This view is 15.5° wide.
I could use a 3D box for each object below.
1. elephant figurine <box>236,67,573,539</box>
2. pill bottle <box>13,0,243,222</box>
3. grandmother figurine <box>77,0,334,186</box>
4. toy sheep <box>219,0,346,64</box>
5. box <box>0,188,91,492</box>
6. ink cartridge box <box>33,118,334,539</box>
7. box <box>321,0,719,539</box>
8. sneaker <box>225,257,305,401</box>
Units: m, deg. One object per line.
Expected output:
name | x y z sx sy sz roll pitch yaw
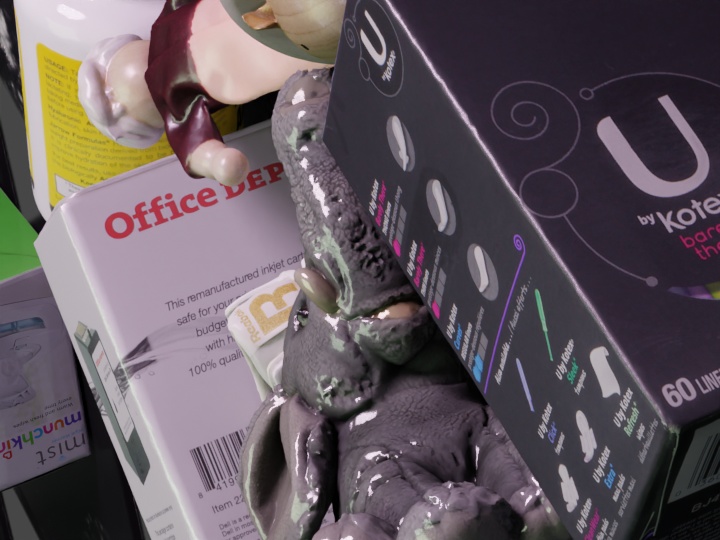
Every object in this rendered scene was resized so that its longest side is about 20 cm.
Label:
elephant figurine | 0.017 0.056 0.958 0.155 0.141 0.200 -50 46 21
pill bottle | -0.113 -0.112 1.294 0.111 0.111 0.200 53 154 37
grandmother figurine | -0.058 -0.094 1.150 0.200 0.060 0.122 -16 60 50
toy sheep | -0.006 -0.154 0.972 0.138 0.137 0.201 94 179 -48
box | -0.283 0.031 1.878 0.200 0.096 0.177 45 149 47
ink cartridge box | -0.046 0.043 1.227 0.201 0.145 0.084 68 160 5
box | 0.088 -0.020 0.860 0.200 0.122 0.106 57 156 27
sneaker | 0.000 0.000 1.114 0.074 0.115 0.201 51 152 43
